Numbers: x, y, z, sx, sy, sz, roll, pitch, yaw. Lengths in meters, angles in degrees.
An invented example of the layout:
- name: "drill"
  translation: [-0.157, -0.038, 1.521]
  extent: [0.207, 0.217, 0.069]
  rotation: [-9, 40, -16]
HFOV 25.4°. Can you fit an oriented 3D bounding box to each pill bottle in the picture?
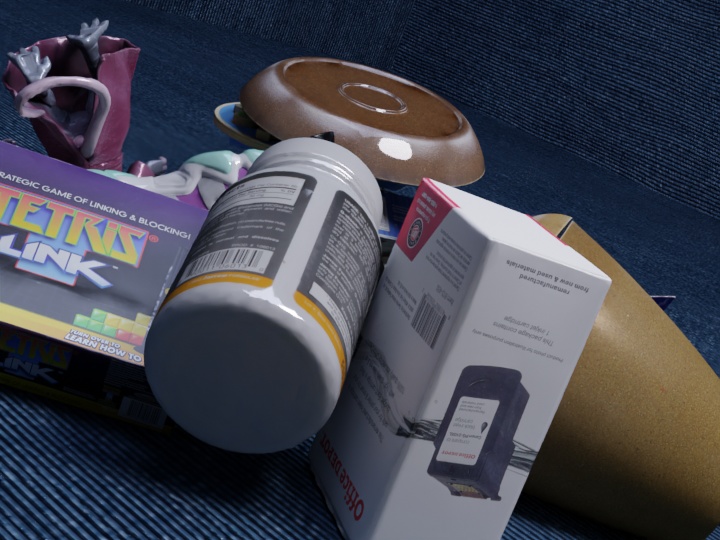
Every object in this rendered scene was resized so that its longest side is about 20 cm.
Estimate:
- name: "pill bottle"
  translation: [-0.050, 0.008, 0.969]
  extent: [0.116, 0.117, 0.200]
  rotation: [20, 35, 0]

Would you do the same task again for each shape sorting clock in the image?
- name: "shape sorting clock"
  translation: [-0.018, -0.106, 1.272]
  extent: [0.199, 0.039, 0.200]
  rotation: [13, 12, -3]

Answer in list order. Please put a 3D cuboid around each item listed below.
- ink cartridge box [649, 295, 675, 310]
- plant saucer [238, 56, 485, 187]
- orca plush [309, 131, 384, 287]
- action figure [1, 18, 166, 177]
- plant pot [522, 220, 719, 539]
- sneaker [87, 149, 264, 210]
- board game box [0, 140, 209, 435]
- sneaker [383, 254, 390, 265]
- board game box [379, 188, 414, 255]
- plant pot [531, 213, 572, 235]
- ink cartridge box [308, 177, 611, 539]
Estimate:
- name: "ink cartridge box"
  translation: [0.161, 0.048, 1.363]
  extent: [0.199, 0.037, 0.095]
  rotation: [-1, -19, -6]
- name: "plant saucer"
  translation: [0.006, -0.121, 1.234]
  extent: [0.199, 0.032, 0.200]
  rotation: [15, 24, -7]
- name: "orca plush"
  translation: [0.000, 0.000, 1.130]
  extent: [0.071, 0.201, 0.105]
  rotation: [-10, 1, -25]
- name: "action figure"
  translation: [-0.203, -0.083, 1.223]
  extent: [0.133, 0.201, 0.149]
  rotation: [-11, 28, -16]
- name: "plant pot"
  translation: [0.172, 0.100, 1.114]
  extent: [0.200, 0.187, 0.186]
  rotation: [37, 14, 5]
- name: "sneaker"
  translation: [-0.127, -0.006, 1.145]
  extent: [0.199, 0.141, 0.078]
  rotation: [-8, -14, 5]
- name: "board game box"
  translation: [-0.193, 0.003, 1.020]
  extent: [0.199, 0.057, 0.166]
  rotation: [18, 40, -8]
- name: "sneaker"
  translation: [-0.022, 0.043, 1.241]
  extent: [0.199, 0.067, 0.090]
  rotation: [-7, 59, -23]
- name: "board game box"
  translation: [-0.051, -0.025, 1.281]
  extent: [0.198, 0.044, 0.200]
  rotation: [-10, -7, 20]
- name: "plant pot"
  translation: [0.077, 0.032, 1.138]
  extent: [0.027, 0.200, 0.200]
  rotation: [39, 14, 5]
- name: "ink cartridge box"
  translation: [0.053, 0.064, 0.958]
  extent: [0.084, 0.201, 0.145]
  rotation: [19, 11, -18]
